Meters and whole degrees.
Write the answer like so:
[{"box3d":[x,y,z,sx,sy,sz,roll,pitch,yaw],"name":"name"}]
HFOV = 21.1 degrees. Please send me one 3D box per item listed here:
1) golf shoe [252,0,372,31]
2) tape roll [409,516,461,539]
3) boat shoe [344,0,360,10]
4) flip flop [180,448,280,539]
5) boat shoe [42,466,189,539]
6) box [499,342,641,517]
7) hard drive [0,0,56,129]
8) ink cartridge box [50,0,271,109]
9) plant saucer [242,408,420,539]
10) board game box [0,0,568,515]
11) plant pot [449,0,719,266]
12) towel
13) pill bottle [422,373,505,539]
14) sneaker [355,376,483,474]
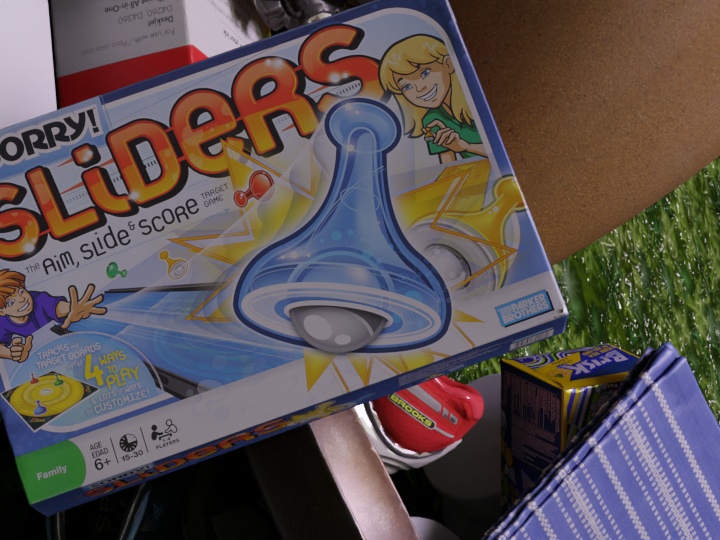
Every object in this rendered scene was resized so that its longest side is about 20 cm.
[{"box3d":[-0.049,-0.169,0.830,0.088,0.077,0.200,66,8,19],"name":"golf shoe"},{"box3d":[0.014,0.222,0.933,0.200,0.066,0.201,37,45,-50],"name":"tape roll"},{"box3d":[0.004,-0.146,1.019,0.201,0.066,0.072,36,76,-41],"name":"boat shoe"},{"box3d":[-0.062,0.073,0.877,0.200,0.057,0.081,-92,161,-58],"name":"flip flop"},{"box3d":[-0.086,0.030,0.762,0.069,0.084,0.201,37,53,-87],"name":"boat shoe"},{"box3d":[0.116,0.144,1.009,0.070,0.064,0.201,-7,106,-24],"name":"box"},{"box3d":[-0.171,-0.139,0.760,0.132,0.025,0.200,37,36,-52],"name":"hard drive"},{"box3d":[-0.088,-0.113,0.877,0.116,0.067,0.201,36,45,-68],"name":"ink cartridge box"},{"box3d":[-0.005,0.104,0.787,0.201,0.034,0.200,63,4,-8],"name":"plant saucer"},{"box3d":[-0.042,-0.009,0.699,0.034,0.200,0.136,80,-10,-76],"name":"board game box"},{"box3d":[0.100,-0.092,0.968,0.200,0.186,0.186,-48,133,-7],"name":"plant pot"},{"box3d":[0.115,0.147,0.954,0.200,0.024,0.145,-44,125,-17],"name":"towel"},{"box3d":[0.116,0.145,1.118,0.200,0.112,0.112,50,36,-42],"name":"pill bottle"},{"box3d":[0.000,0.000,0.961,0.200,0.085,0.077,64,5,3],"name":"sneaker"}]
